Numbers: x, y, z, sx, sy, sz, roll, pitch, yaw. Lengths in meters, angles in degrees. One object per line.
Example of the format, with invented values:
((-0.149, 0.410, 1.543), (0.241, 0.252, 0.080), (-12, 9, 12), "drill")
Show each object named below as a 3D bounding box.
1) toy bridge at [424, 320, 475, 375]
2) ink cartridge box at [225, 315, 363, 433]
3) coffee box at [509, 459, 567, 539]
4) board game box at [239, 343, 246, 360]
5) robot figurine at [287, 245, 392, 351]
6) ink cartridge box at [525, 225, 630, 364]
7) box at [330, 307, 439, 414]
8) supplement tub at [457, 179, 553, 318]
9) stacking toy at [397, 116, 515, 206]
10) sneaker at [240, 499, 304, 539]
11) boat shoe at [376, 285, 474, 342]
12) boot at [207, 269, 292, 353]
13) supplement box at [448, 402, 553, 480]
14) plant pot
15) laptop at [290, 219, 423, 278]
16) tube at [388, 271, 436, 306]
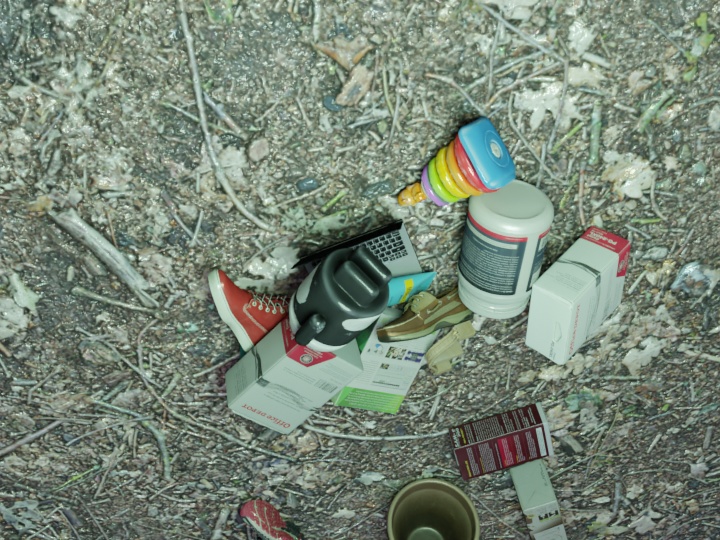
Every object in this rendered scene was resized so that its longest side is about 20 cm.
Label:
((0.151, 0.149, 1.749), (0.066, 0.027, 0.200), (-18, 159, -18), "toy bridge")
((-0.117, 0.176, 1.667), (0.200, 0.084, 0.145), (-41, 130, 23), "ink cartridge box")
((0.392, 0.523, 2.108), (0.079, 0.114, 0.201), (-18, 130, 5), "coffee box")
((-0.099, 0.163, 1.762), (0.198, 0.047, 0.152), (-21, 130, 7), "board game box")
((-0.034, 0.044, 1.499), (0.149, 0.126, 0.200), (0, 152, -33), "robot figurine")
((0.371, 0.041, 1.654), (0.199, 0.083, 0.147), (-38, 142, -34), "ink cartridge box")
((0.044, 0.164, 1.753), (0.143, 0.036, 0.202), (14, 111, -34), "box")
((0.235, -0.036, 1.597), (0.138, 0.141, 0.202), (-1, 129, -9), "supplement tub")
((0.135, -0.145, 1.523), (0.199, 0.116, 0.111), (-28, 93, 35), "stacking toy")
((-0.194, 0.559, 2.050), (0.074, 0.081, 0.200), (-26, 129, 14), "sneaker")
((0.108, 0.074, 1.681), (0.198, 0.075, 0.075), (-16, -179, -36), "boat shoe")
((-0.165, 0.050, 1.643), (0.143, 0.073, 0.201), (-21, 138, 7), "boot")
((0.288, 0.351, 1.980), (0.197, 0.061, 0.110), (-17, 130, 2), "supplement box")
((0.149, 0.572, 2.070), (0.197, 0.202, 0.175), (-6, 147, -6), "plant pot")
((0.000, 0.000, 1.600), (0.185, 0.117, 0.201), (-19, 130, 6), "laptop")
((0.034, 0.041, 1.659), (0.198, 0.051, 0.078), (-12, 158, -25), "tube")
